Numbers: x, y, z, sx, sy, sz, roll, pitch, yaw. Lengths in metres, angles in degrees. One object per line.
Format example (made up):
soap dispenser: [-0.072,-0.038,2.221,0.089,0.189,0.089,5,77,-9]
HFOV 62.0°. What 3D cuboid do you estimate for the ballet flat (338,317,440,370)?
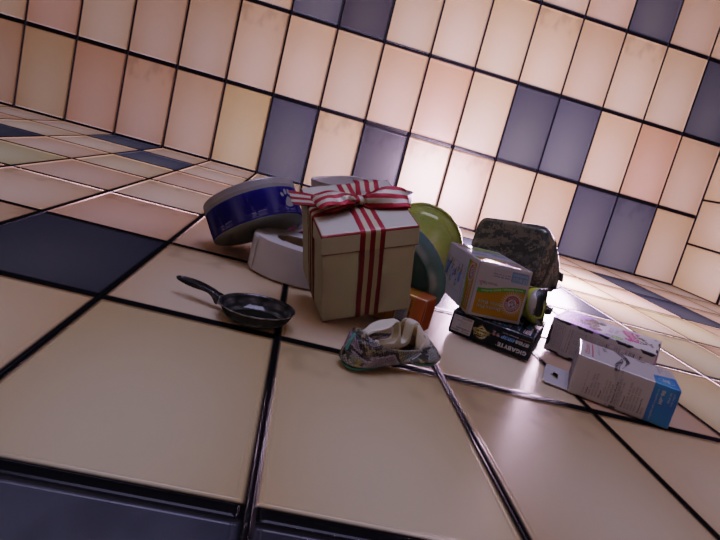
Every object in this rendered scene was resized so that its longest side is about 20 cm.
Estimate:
ballet flat: [0.056,0.103,0.860,0.198,0.073,0.071,5,15,-45]

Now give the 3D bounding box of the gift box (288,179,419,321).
gift box: [-0.019,-0.054,1.005,0.181,0.190,0.201,-10,38,-19]

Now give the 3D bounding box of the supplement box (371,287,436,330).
supplement box: [0.035,0.048,1.100,0.197,0.070,0.066,22,13,21]

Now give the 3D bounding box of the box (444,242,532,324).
box: [0.241,0.020,1.179,0.110,0.103,0.200,12,11,-8]

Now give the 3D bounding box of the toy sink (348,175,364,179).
toy sink: [-0.005,-0.133,1.560,0.128,0.204,0.112,16,11,2]

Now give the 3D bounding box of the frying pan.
frying pan: [-0.187,0.051,0.873,0.186,0.032,0.115,11,12,-7]

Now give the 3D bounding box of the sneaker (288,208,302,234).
sneaker: [-0.128,-0.098,1.397,0.080,0.090,0.199,18,-19,-24]

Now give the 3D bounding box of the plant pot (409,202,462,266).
plant pot: [0.123,-0.035,1.359,0.197,0.204,0.184,17,22,11]

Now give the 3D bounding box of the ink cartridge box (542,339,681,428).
ink cartridge box: [0.410,0.176,0.993,0.197,0.068,0.116,20,13,18]

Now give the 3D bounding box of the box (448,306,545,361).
box: [0.272,0.109,1.178,0.156,0.047,0.199,20,12,20]

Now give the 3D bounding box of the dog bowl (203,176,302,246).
dog bowl: [-0.225,-0.122,1.263,0.196,0.080,0.200,-19,-6,-2]

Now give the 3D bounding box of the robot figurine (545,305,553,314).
robot figurine: [0.356,0.080,1.400,0.197,0.059,0.144,5,16,-39]

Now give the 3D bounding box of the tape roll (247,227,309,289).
tape roll: [-0.126,-0.025,1.214,0.198,0.072,0.203,15,12,-3]

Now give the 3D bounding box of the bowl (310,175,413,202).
bowl: [0.004,-0.156,1.342,0.197,0.076,0.199,17,18,27]

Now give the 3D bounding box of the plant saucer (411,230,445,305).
plant saucer: [0.072,-0.004,1.137,0.198,0.203,0.027,23,43,32]

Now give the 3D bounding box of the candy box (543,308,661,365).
candy box: [0.489,0.151,1.205,0.197,0.073,0.167,21,12,27]

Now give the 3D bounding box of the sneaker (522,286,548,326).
sneaker: [0.328,0.066,1.187,0.075,0.077,0.200,11,-1,13]

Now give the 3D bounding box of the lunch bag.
lunch bag: [0.379,-0.024,1.450,0.197,0.142,0.167,11,-16,35]
